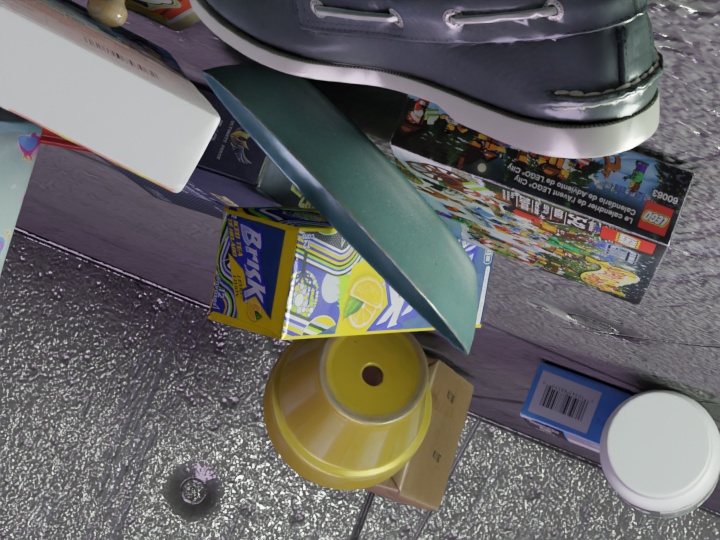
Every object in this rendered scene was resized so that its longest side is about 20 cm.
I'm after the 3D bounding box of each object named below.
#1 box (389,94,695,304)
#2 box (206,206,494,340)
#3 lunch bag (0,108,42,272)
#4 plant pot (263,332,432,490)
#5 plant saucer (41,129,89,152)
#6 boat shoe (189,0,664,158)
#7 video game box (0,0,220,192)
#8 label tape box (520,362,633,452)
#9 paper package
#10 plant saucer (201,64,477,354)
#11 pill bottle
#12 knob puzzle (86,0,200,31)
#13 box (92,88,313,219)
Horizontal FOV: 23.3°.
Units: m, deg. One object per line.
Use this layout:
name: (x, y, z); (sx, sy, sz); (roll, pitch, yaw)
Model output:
box: (0.090, -0.035, 0.883); (0.136, 0.038, 0.200); (21, 174, 8)
box: (0.000, 0.000, 1.079); (0.064, 0.070, 0.200); (16, -169, 37)
lunch bag: (-0.323, -0.059, 1.114); (0.199, 0.171, 0.122); (2, -143, -34)
plant pot: (-0.004, 0.142, 2.046); (0.200, 0.202, 0.189); (22, 159, -4)
plant saucer: (-0.279, -0.136, 1.262); (0.200, 0.037, 0.199); (27, 171, -37)
boat shoe: (0.017, -0.098, 0.600); (0.200, 0.073, 0.062); (25, 134, 35)
video game box: (-0.172, -0.114, 0.800); (0.199, 0.047, 0.182); (27, -170, -18)
label tape box: (0.254, 0.162, 1.868); (0.143, 0.066, 0.200); (20, 172, 13)
paper package: (0.058, 0.204, 2.280); (0.103, 0.191, 0.200); (14, 172, 21)
plant saucer: (-0.002, -0.040, 0.901); (0.200, 0.036, 0.200); (46, 177, 3)
pill bottle: (0.284, 0.173, 1.647); (0.113, 0.114, 0.200); (20, 173, 14)
knob puzzle: (-0.141, -0.147, 0.750); (0.219, 0.031, 0.220); (21, 173, 3)
box: (-0.095, -0.071, 1.132); (0.157, 0.051, 0.200); (18, 173, 18)
